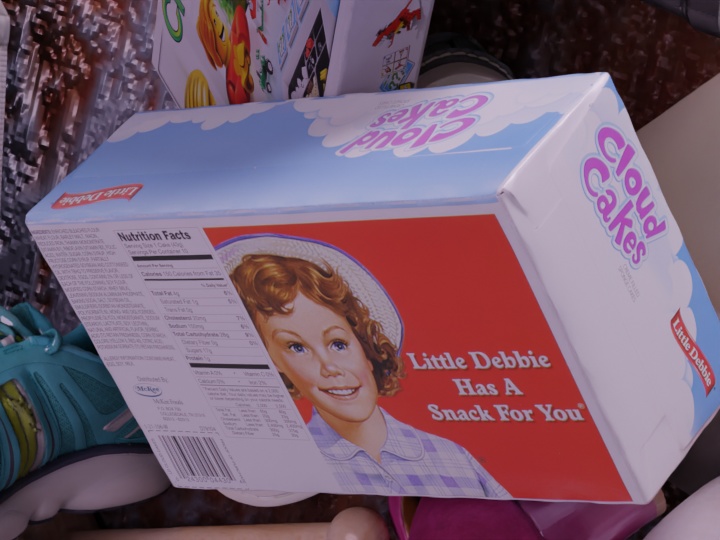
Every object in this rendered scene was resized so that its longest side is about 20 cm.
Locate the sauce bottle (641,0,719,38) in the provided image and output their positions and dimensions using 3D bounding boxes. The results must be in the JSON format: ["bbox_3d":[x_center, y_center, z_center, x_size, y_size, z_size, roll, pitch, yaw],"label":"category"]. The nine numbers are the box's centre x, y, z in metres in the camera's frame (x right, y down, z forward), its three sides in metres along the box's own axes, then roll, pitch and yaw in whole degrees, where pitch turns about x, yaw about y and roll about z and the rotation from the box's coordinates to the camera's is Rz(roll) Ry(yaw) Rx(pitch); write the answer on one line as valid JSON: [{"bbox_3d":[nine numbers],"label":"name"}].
[{"bbox_3d":[0.051,-0.133,0.948,0.200,0.066,0.066,28,105,27],"label":"sauce bottle"}]

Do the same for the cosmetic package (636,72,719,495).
[{"bbox_3d":[0.159,-0.024,0.864,0.200,0.073,0.104,-36,41,24],"label":"cosmetic package"}]

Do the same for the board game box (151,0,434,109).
[{"bbox_3d":[-0.023,-0.100,0.886,0.126,0.035,0.200,58,153,33],"label":"board game box"}]

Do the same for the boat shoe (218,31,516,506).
[{"bbox_3d":[0.000,0.000,0.997,0.200,0.073,0.062,-61,22,24],"label":"boat shoe"}]

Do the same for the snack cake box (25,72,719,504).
[{"bbox_3d":[0.004,0.007,0.837,0.200,0.067,0.115,-1,124,41],"label":"snack cake box"}]

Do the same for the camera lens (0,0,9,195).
[{"bbox_3d":[-0.221,-0.028,1.052,0.160,0.160,0.200,5,94,30],"label":"camera lens"}]

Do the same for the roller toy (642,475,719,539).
[{"bbox_3d":[0.162,0.141,0.810,0.182,0.140,0.200,-27,38,0],"label":"roller toy"}]

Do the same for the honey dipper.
[{"bbox_3d":[-0.071,0.106,1.027,0.200,0.038,0.038,-4,90,38],"label":"honey dipper"}]

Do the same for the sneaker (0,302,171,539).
[{"bbox_3d":[-0.140,0.051,0.985,0.077,0.200,0.080,17,107,30],"label":"sneaker"}]

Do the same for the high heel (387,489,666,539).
[{"bbox_3d":[0.025,0.098,0.903,0.067,0.096,0.200,61,161,-9],"label":"high heel"}]
